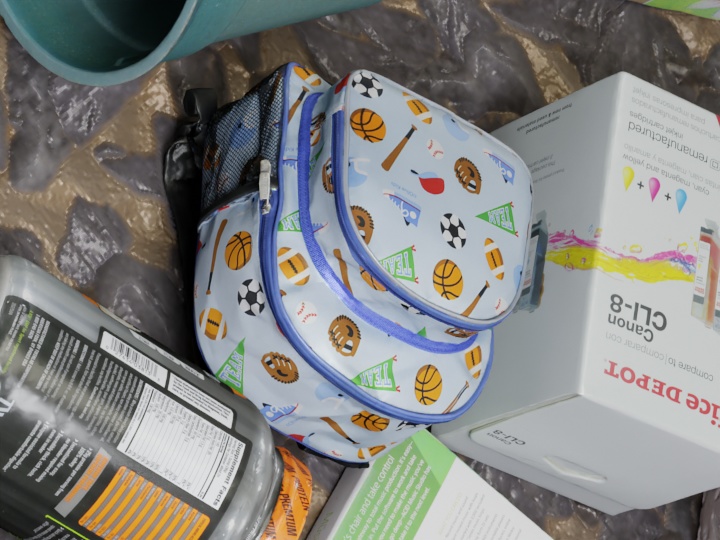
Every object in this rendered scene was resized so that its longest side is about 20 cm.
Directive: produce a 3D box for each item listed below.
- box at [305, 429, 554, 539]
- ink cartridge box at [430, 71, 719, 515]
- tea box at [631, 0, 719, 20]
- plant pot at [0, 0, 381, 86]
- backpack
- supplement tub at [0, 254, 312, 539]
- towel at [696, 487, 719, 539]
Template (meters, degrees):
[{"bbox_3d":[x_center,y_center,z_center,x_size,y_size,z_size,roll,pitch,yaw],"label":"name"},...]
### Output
[{"bbox_3d":[0.055,0.194,1.607,0.200,0.036,0.145,42,57,-18],"label":"box"},{"bbox_3d":[0.148,0.018,1.653,0.145,0.144,0.201,22,65,-28],"label":"ink cartridge box"},{"bbox_3d":[0.288,-0.242,1.790,0.196,0.200,0.134,9,72,-30],"label":"tea box"},{"bbox_3d":[-0.074,-0.208,1.553,0.196,0.200,0.201,-10,82,-43],"label":"plant pot"},{"bbox_3d":[0.000,0.000,1.548,0.199,0.154,0.191,23,60,-27],"label":"backpack"},{"bbox_3d":[-0.130,0.090,1.459,0.200,0.122,0.123,34,60,-22],"label":"supplement tub"},{"bbox_3d":[0.239,0.090,1.657,0.032,0.191,0.201,14,75,-8],"label":"towel"}]
